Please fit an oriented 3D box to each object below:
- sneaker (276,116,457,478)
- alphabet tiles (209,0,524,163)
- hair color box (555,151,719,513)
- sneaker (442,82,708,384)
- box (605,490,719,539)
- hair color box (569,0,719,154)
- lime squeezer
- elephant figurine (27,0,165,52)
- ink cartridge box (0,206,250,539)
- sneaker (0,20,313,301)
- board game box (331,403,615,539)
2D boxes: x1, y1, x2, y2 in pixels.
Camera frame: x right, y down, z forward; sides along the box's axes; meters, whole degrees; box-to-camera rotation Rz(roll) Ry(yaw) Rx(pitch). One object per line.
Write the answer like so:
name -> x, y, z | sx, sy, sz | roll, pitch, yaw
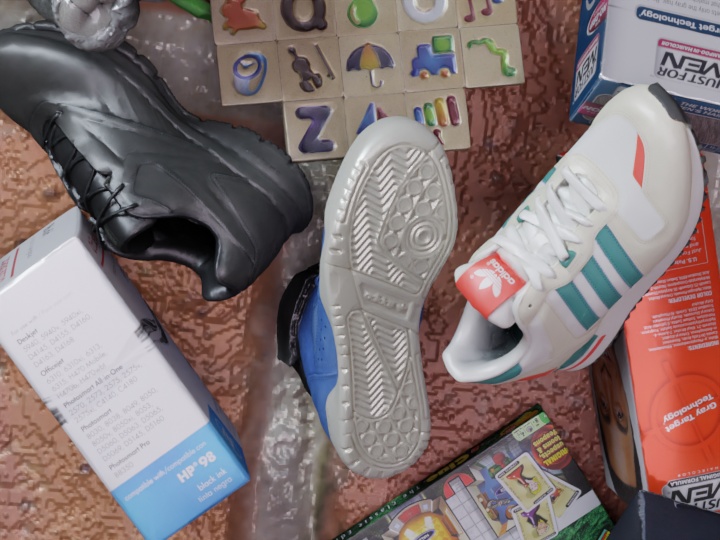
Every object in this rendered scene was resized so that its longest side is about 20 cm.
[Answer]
sneaker -> -0.001, 0.000, 1.172 | 0.076, 0.111, 0.201 | -9, 117, -18
alphabet tiles -> 0.000, -0.160, 1.177 | 0.166, 0.006, 0.201 | -5, 83, -7
hair color box -> 0.162, 0.032, 1.210 | 0.061, 0.102, 0.201 | -12, 100, -7
sneaker -> 0.103, -0.008, 1.110 | 0.093, 0.200, 0.070 | -17, 58, -34
box -> 0.207, 0.244, 1.195 | 0.198, 0.123, 0.200 | 15, 136, -8
hair color box -> 0.173, -0.169, 1.157 | 0.100, 0.061, 0.201 | 12, 69, -8
lime squeezer -> -0.048, -0.146, 1.187 | 0.199, 0.038, 0.071 | 2, 99, -7
elephant figurine -> -0.167, -0.213, 1.072 | 0.200, 0.142, 0.155 | 39, 116, -20
ink cartridge box -> -0.144, 0.038, 1.164 | 0.067, 0.116, 0.200 | -35, 102, -1
sneaker -> -0.125, -0.058, 1.147 | 0.200, 0.076, 0.091 | 30, 56, 3
board game box -> 0.048, 0.175, 1.260 | 0.200, 0.023, 0.105 | -34, 104, -1
